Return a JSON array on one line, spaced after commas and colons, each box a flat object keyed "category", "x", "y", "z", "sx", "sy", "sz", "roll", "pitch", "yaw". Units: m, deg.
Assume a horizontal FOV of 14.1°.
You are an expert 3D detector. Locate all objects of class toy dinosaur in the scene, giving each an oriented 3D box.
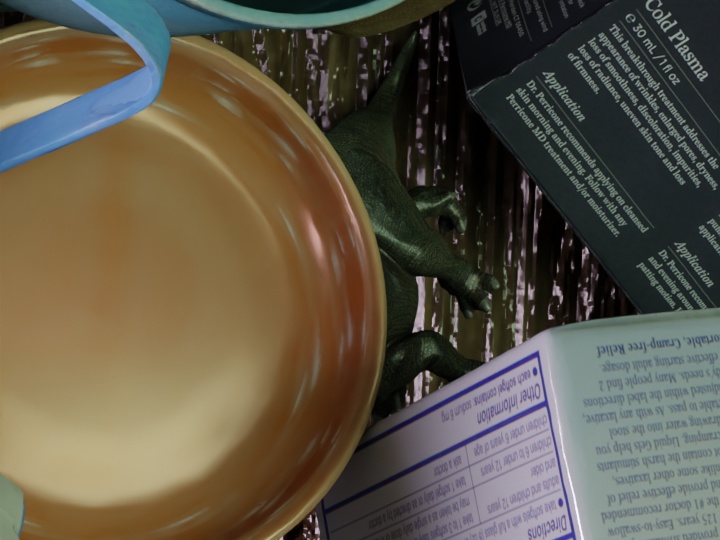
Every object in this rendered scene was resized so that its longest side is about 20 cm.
[{"category": "toy dinosaur", "x": 0.000, "y": 0.000, "z": 1.088, "sx": 0.102, "sy": 0.077, "sz": 0.201, "roll": 25, "pitch": 80, "yaw": -43}]

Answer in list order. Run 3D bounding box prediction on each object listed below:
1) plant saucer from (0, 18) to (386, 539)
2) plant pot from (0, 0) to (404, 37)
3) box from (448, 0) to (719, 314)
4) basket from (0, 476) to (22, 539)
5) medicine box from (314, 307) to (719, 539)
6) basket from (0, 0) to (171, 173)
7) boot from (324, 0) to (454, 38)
[{"category": "plant saucer", "x": -0.090, "y": 0.013, "z": 1.005, "sx": 0.199, "sy": 0.037, "sz": 0.201, "roll": 4, "pitch": 76, "yaw": -17}, {"category": "plant pot", "x": -0.079, "y": -0.166, "z": 0.941, "sx": 0.199, "sy": 0.188, "sz": 0.201, "roll": 4, "pitch": 84, "yaw": -35}, {"category": "box", "x": 0.163, "y": -0.073, "z": 1.138, "sx": 0.182, "sy": 0.104, "sz": 0.200, "roll": -32, "pitch": 120, "yaw": 15}, {"category": "basket", "x": -0.212, "y": 0.109, "z": 0.861, "sx": 0.176, "sy": 0.199, "sz": 0.140, "roll": 39, "pitch": 33, "yaw": -34}, {"category": "medicine box", "x": 0.079, "y": 0.133, "z": 0.980, "sx": 0.102, "sy": 0.182, "sz": 0.201, "roll": -5, "pitch": 77, "yaw": -28}, {"category": "basket", "x": -0.177, "y": -0.072, "z": 0.858, "sx": 0.176, "sy": 0.200, "sz": 0.140, "roll": 39, "pitch": 40, "yaw": -29}, {"category": "boot", "x": 0.048, "y": -0.154, "z": 1.069, "sx": 0.075, "sy": 0.199, "sz": 0.074, "roll": 42, "pitch": 27, "yaw": -47}]
